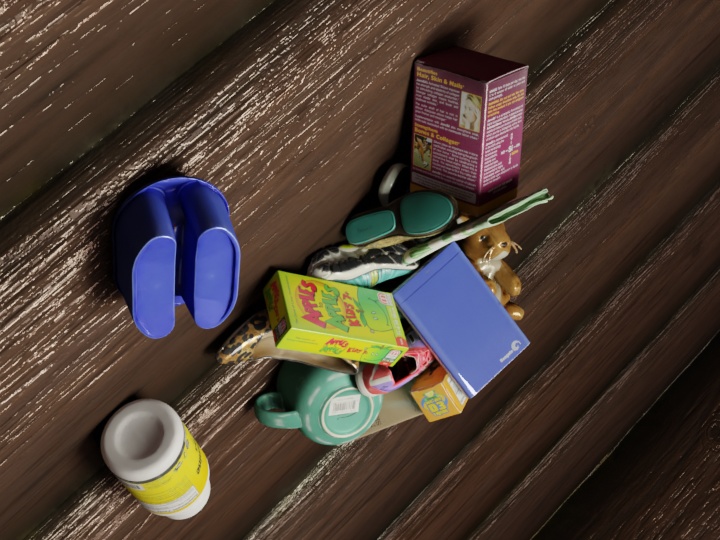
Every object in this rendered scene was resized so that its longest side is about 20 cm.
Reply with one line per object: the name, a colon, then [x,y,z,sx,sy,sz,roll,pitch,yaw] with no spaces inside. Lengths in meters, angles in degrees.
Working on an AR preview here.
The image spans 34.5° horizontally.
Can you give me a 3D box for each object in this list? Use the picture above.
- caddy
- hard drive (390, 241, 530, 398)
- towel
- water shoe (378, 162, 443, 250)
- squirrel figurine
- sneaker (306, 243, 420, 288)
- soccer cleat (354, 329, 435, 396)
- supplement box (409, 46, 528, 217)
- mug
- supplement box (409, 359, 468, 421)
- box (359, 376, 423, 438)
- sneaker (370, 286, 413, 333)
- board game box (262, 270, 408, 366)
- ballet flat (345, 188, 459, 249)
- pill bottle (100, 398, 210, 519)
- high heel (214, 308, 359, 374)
caddy: [-0.217,-0.018,1.365,0.140,0.105,0.201,-10,135,-21]
hard drive: [0.152,0.075,1.773,0.132,0.201,0.025,-40,-171,-15]
towel: [0.162,-0.061,1.659,0.152,0.024,0.199,-25,-178,-40]
water shoe: [0.091,-0.096,1.748,0.072,0.078,0.200,-59,152,-10]
squirrel figurine: [0.177,-0.021,1.879,0.140,0.200,0.188,-13,124,-22]
sneaker: [0.000,0.000,1.739,0.198,0.078,0.080,-10,133,-33]
soccer cleat: [0.077,0.136,1.766,0.199,0.073,0.069,-26,99,-45]
supplement box: [0.150,-0.197,1.639,0.103,0.130,0.202,-26,129,-41]
mug: [-0.052,0.202,1.790,0.185,0.114,0.152,-46,124,1]
supplement box: [0.150,0.155,1.856,0.066,0.069,0.200,-21,-163,34]
box: [0.039,0.211,1.909,0.199,0.096,0.077,-28,171,33]
sneaker: [0.022,0.091,1.871,0.198,0.084,0.122,-24,111,9]
board game box: [-0.034,0.069,1.649,0.198,0.102,0.048,12,135,-33]
ballet flat: [0.069,-0.072,1.668,0.070,0.199,0.072,22,62,-48]
pill bottle: [-0.272,0.266,1.590,0.112,0.112,0.201,-43,151,-16]
high heel: [-0.098,0.120,1.648,0.199,0.143,0.072,-27,155,-40]
